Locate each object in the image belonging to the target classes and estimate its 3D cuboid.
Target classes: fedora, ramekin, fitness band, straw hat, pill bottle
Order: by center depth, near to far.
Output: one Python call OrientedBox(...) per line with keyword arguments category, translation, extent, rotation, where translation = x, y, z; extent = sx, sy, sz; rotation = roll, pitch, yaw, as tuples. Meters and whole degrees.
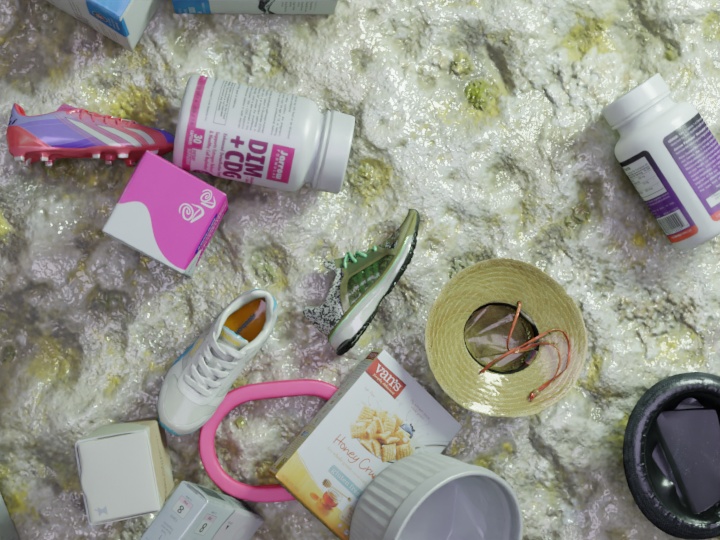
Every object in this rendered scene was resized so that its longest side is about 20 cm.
OrientedBox(category="ramekin", translation=(0.081, 0.307, 1.369), extent=(0.200, 0.105, 0.200), rotation=(-11, 111, -32))
OrientedBox(category="pill bottle", translation=(-0.113, -0.157, 1.394), extent=(0.200, 0.113, 0.114), rotation=(11, 88, -5))
OrientedBox(category="fitness band", translation=(-0.095, 0.205, 1.425), extent=(0.200, 0.037, 0.144), rotation=(-5, 89, -6))
OrientedBox(category="straw hat", translation=(0.165, 0.081, 1.427), extent=(0.201, 0.085, 0.201), rotation=(0, 93, -9))
OrientedBox(category="pill bottle", translation=(0.381, -0.134, 1.438), extent=(0.111, 0.111, 0.200), rotation=(-33, 92, -5))
OrientedBox(category="fedora", translation=(0.398, 0.222, 1.439), extent=(0.200, 0.092, 0.201), rotation=(0, 88, -5))

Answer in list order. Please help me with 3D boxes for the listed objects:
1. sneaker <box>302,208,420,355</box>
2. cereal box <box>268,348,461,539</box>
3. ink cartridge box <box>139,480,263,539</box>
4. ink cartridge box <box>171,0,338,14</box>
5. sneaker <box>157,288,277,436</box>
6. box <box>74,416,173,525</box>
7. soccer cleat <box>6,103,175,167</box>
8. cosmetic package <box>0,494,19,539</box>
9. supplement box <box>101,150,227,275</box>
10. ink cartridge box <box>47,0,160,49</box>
OrientedBox(category="sneaker", translation=(0.000, 0.000, 1.425), extent=(0.089, 0.077, 0.200), rotation=(34, 84, 5))
OrientedBox(category="cereal box", translation=(0.007, 0.212, 1.405), extent=(0.144, 0.040, 0.200), rotation=(44, 76, -14))
OrientedBox(category="ink cartridge box", translation=(-0.213, 0.343, 1.350), extent=(0.057, 0.163, 0.200), rotation=(30, 83, 25))
OrientedBox(category="ink cartridge box", translation=(-0.126, -0.386, 1.414), extent=(0.200, 0.084, 0.145), rotation=(-1, 88, -5))
OrientedBox(category="sneaker", translation=(-0.170, 0.102, 1.381), extent=(0.076, 0.081, 0.200), rotation=(34, 72, -1))
OrientedBox(category="box", translation=(-0.262, 0.221, 1.327), extent=(0.078, 0.200, 0.095), rotation=(-10, 89, -5))
OrientedBox(category="soccer cleat", translation=(-0.320, -0.165, 1.404), extent=(0.200, 0.067, 0.077), rotation=(-3, 84, -2))
OrientedBox(category="cosmetic package", translation=(-0.508, 0.316, 1.344), extent=(0.199, 0.123, 0.200), rotation=(-23, 89, -5))
OrientedBox(category="supplement box", translation=(-0.217, -0.059, 1.339), extent=(0.103, 0.200, 0.101), rotation=(29, 87, -3))
OrientedBox(category="ink cartridge box", translation=(-0.336, -0.353, 1.357), extent=(0.200, 0.145, 0.084), rotation=(30, 85, -4))
